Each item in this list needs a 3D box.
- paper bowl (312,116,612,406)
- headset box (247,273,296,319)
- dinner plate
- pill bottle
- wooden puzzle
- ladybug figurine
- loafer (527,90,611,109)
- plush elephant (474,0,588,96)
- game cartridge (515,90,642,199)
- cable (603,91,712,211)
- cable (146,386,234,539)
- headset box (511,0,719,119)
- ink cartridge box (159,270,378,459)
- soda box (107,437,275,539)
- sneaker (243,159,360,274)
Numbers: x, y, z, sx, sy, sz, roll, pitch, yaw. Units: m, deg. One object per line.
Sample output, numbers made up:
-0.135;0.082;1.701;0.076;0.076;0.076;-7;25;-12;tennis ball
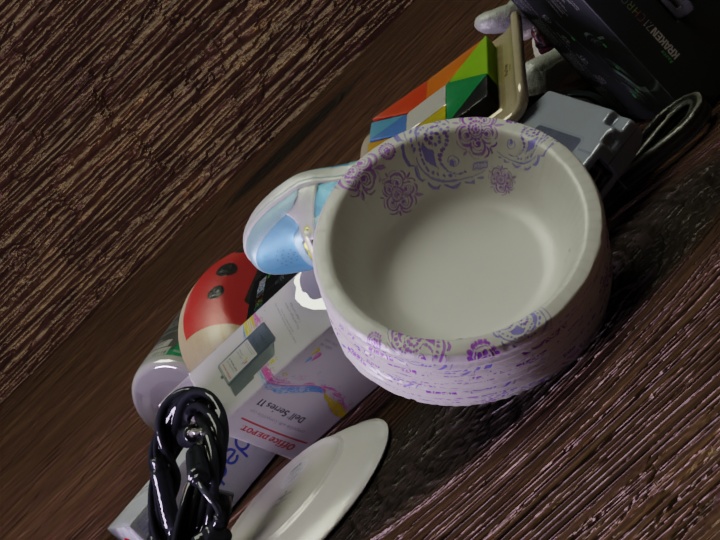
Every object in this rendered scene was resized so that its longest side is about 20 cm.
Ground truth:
0.073;0.002;1.244;0.201;0.200;0.105;-50;-32;-23;paper bowl
0.000;0.000;1.658;0.200;0.093;0.174;-42;12;12;headset box
-0.055;0.185;1.415;0.200;0.024;0.200;-43;11;10;dinner plate
-0.149;0.082;1.893;0.113;0.113;0.200;-36;15;38;pill bottle
0.061;-0.124;1.524;0.200;0.037;0.185;-40;19;21;wooden puzzle
-0.110;0.043;1.806;0.201;0.135;0.072;-83;8;-50;ladybug figurine
0.119;-0.115;1.576;0.199;0.072;0.063;-9;19;28;loafer
0.188;-0.259;1.792;0.199;0.166;0.154;-19;12;-29;plush elephant
0.116;-0.045;1.385;0.200;0.041;0.133;-51;32;-5;game cartridge
0.179;-0.068;1.390;0.200;0.050;0.097;-41;14;28;cable
-0.150;0.190;1.450;0.164;0.050;0.201;-107;29;-43;cable
0.214;-0.213;1.468;0.093;0.174;0.200;-46;10;-3;headset box
-0.059;0.088;1.515;0.200;0.117;0.068;-42;54;16;ink cartridge box
-0.133;0.176;1.621;0.200;0.063;0.068;-50;12;-23;soda box
-0.007;-0.018;1.382;0.199;0.080;0.131;-21;38;22;sneaker
